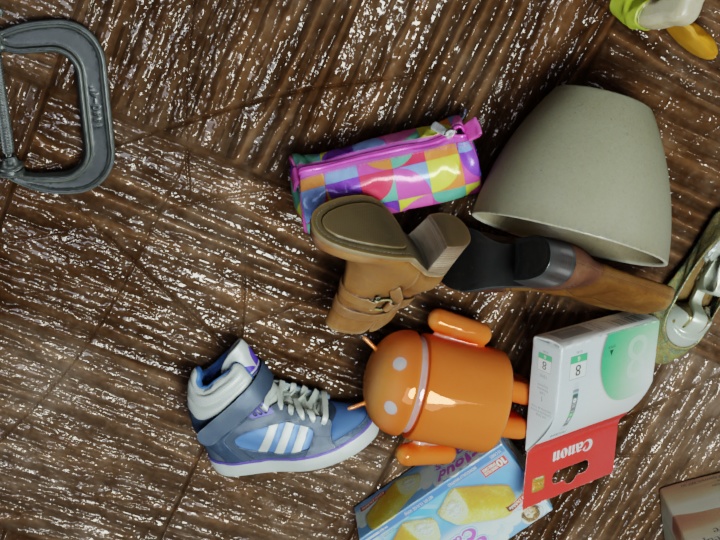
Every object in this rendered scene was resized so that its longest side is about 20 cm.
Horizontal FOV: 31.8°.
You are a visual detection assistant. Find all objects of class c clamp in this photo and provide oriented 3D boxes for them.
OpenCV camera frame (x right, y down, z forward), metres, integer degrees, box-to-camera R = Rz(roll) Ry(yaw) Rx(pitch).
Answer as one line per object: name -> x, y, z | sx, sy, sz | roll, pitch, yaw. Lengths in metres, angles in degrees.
c clamp -> -0.326, -0.165, 1.233 | 0.168, 0.027, 0.203 | -11, 113, -7

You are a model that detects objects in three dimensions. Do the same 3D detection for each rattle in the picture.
rattle -> 0.324, -0.322, 1.213 | 0.141, 0.130, 0.204 | 11, 86, -22

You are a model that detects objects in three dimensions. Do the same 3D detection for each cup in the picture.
cup -> 0.222, -0.099, 1.246 | 0.197, 0.200, 0.146 | 15, 89, -13

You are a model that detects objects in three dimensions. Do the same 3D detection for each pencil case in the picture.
pencil case -> 0.026, -0.099, 1.267 | 0.197, 0.089, 0.090 | -16, 115, 0

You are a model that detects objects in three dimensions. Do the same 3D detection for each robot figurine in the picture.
robot figurine -> 0.087, 0.131, 1.357 | 0.197, 0.118, 0.145 | 13, 135, -12

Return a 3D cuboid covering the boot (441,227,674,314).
boot -> 0.200, 0.003, 1.329 | 0.198, 0.187, 0.070 | 15, 74, -39

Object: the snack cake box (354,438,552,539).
snack cake box -> 0.105, 0.273, 1.449 | 0.199, 0.067, 0.115 | -36, 112, 10

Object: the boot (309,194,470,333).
boot -> 0.000, 0.000, 1.271 | 0.198, 0.077, 0.155 | -3, 146, -44

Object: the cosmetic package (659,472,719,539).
cosmetic package -> 0.418, 0.327, 1.434 | 0.102, 0.201, 0.088 | -14, 116, 0

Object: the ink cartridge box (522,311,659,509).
ink cartridge box -> 0.249, 0.155, 1.373 | 0.159, 0.050, 0.203 | -12, 110, -38

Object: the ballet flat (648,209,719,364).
ballet flat -> 0.370, 0.025, 1.370 | 0.070, 0.071, 0.202 | 21, 110, -15

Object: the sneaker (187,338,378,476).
sneaker -> -0.088, 0.137, 1.359 | 0.197, 0.081, 0.148 | -11, 119, 5
